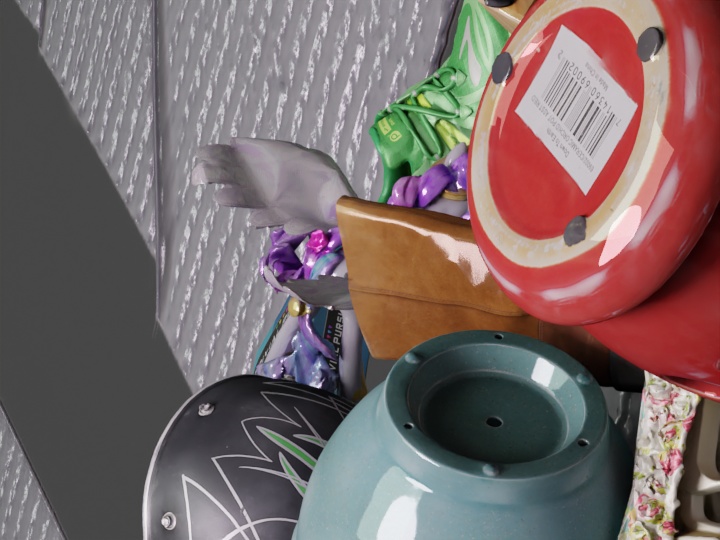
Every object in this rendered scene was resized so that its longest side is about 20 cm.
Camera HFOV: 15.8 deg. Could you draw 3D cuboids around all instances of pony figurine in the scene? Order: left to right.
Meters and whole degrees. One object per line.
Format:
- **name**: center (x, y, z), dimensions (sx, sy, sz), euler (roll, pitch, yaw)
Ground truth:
- **pony figurine**: center (0.000, 0.000, 1.598), dimensions (0.167, 0.193, 0.200), euler (59, 145, 41)

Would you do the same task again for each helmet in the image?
- **helmet**: center (-0.046, 0.164, 1.557), dimensions (0.191, 0.200, 0.200), euler (131, 139, -55)

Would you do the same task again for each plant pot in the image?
- **plant pot**: center (0.064, 0.117, 1.380), dimensions (0.200, 0.200, 0.134), euler (-113, 22, -48)
- **plant pot**: center (0.161, -0.042, 1.215), dimensions (0.200, 0.182, 0.201), euler (-28, 55, 50)

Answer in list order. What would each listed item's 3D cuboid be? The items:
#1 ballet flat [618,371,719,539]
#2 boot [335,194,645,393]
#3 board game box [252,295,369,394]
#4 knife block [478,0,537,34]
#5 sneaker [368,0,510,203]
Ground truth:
- **ballet flat**: center (0.174, 0.115, 1.334), dimensions (0.064, 0.076, 0.200), euler (5, 92, 47)
- **boot**: center (0.080, -0.027, 1.421), dimensions (0.200, 0.068, 0.188), euler (8, 127, 31)
- **board game box**: center (-0.041, 0.091, 1.781), dimensions (0.200, 0.047, 0.151), euler (-81, 15, -44)
- **knife block**: center (0.103, -0.158, 1.416), dimensions (0.064, 0.175, 0.200), euler (-58, 26, 1)
- **sneaker**: center (0.052, -0.090, 1.640), dimensions (0.074, 0.083, 0.200), euler (-123, 46, -56)
